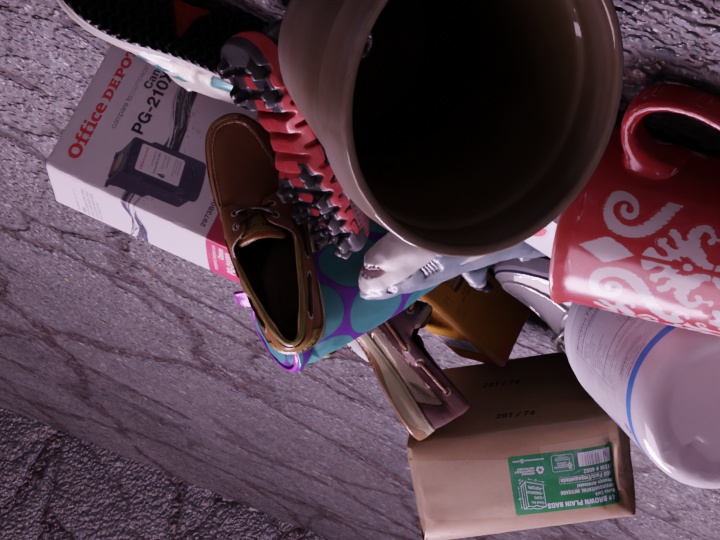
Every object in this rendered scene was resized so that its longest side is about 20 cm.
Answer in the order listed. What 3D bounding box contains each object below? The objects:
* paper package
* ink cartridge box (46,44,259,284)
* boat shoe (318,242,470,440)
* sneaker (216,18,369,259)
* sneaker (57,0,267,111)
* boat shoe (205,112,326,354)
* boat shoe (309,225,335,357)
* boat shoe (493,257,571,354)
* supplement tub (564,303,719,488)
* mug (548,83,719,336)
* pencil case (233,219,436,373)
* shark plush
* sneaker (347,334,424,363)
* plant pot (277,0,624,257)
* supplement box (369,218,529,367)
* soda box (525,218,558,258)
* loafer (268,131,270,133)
[{"bbox_3d":[0.149,0.159,1.615,0.199,0.104,0.191,-9,-162,9],"label":"paper package"},{"bbox_3d":[-0.149,-0.096,1.488,0.199,0.145,0.084,24,162,6],"label":"ink cartridge box"},{"bbox_3d":[0.032,0.047,1.533,0.201,0.072,0.072,62,-172,4],"label":"boat shoe"},{"bbox_3d":[-0.028,-0.106,1.314,0.071,0.098,0.201,14,136,52],"label":"sneaker"},{"bbox_3d":[-0.155,-0.180,1.373,0.199,0.071,0.093,24,158,-1],"label":"sneaker"},{"bbox_3d":[-0.073,-0.033,1.365,0.068,0.072,0.201,20,-132,-85],"label":"boat shoe"},{"bbox_3d":[-0.059,0.000,1.565,0.063,0.202,0.073,-18,141,11],"label":"boat shoe"},{"bbox_3d":[0.203,0.052,1.549,0.199,0.066,0.072,29,163,-9],"label":"boat shoe"},{"bbox_3d":[0.243,0.073,1.328,0.131,0.132,0.200,31,-173,-15],"label":"supplement tub"},{"bbox_3d":[0.240,-0.022,1.170,0.199,0.134,0.178,17,163,17],"label":"mug"},{"bbox_3d":[0.000,0.000,1.460,0.093,0.199,0.085,49,162,29],"label":"pencil case"},{"bbox_3d":[0.096,-0.020,1.418,0.199,0.084,0.091,-8,-151,-25],"label":"shark plush"},{"bbox_3d":[-0.004,0.044,1.643,0.074,0.080,0.201,27,-150,-60],"label":"sneaker"},{"bbox_3d":[0.036,-0.127,1.091,0.200,0.201,0.173,37,176,-33],"label":"plant pot"},{"bbox_3d":[0.073,0.013,1.628,0.069,0.067,0.200,13,158,46],"label":"supplement box"},{"bbox_3d":[0.104,-0.081,1.302,0.199,0.064,0.068,31,163,-16],"label":"soda box"},{"bbox_3d":[0.009,-0.097,1.375,0.199,0.070,0.070,21,132,24],"label":"loafer"}]
